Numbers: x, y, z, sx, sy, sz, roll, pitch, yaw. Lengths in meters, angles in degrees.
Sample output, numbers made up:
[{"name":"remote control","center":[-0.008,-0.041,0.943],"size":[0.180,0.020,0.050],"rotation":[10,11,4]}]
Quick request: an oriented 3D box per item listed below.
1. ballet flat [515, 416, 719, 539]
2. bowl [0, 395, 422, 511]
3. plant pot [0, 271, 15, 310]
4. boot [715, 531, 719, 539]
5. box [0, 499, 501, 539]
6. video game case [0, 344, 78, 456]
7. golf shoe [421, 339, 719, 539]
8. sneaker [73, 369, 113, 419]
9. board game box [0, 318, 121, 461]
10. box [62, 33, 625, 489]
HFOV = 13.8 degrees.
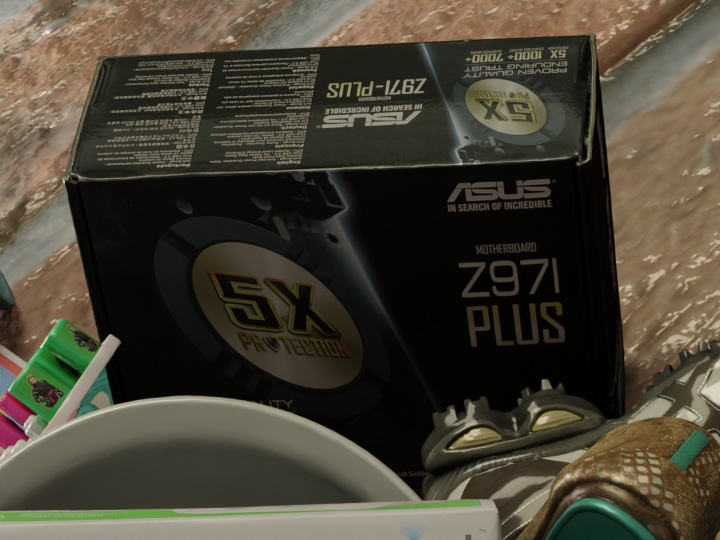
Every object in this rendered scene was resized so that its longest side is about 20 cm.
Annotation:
[{"name":"ballet flat","center":[0.073,0.114,1.008],"size":[0.065,0.071,0.200],"rotation":[-44,-6,-38]},{"name":"bowl","center":[-0.055,0.145,1.009],"size":[0.201,0.201,0.090],"rotation":[-28,-6,-2]},{"name":"plant pot","center":[-0.305,-0.006,1.454],"size":[0.196,0.200,0.200],"rotation":[-37,31,-1]},{"name":"boot","center":[0.203,0.078,1.051],"size":[0.201,0.071,0.144],"rotation":[-8,28,23]},{"name":"box","center":[-0.052,0.161,0.916],"size":[0.200,0.177,0.097],"rotation":[-1,-4,1]},{"name":"video game case","center":[-0.219,0.112,1.357],"size":[0.200,0.017,0.143],"rotation":[-36,31,-17]},{"name":"golf shoe","center":[0.125,0.081,1.107],"size":[0.200,0.078,0.095],"rotation":[-17,57,4]},{"name":"sneaker","center":[-0.080,0.020,1.319],"size":[0.077,0.080,0.200],"rotation":[5,41,20]},{"name":"board game box","center":[-0.169,0.113,1.156],"size":[0.200,0.026,0.200],"rotation":[-56,4,-13]},{"name":"box","center":[0.000,0.000,1.170],"size":[0.200,0.164,0.086],"rotation":[-1,38,8]}]
